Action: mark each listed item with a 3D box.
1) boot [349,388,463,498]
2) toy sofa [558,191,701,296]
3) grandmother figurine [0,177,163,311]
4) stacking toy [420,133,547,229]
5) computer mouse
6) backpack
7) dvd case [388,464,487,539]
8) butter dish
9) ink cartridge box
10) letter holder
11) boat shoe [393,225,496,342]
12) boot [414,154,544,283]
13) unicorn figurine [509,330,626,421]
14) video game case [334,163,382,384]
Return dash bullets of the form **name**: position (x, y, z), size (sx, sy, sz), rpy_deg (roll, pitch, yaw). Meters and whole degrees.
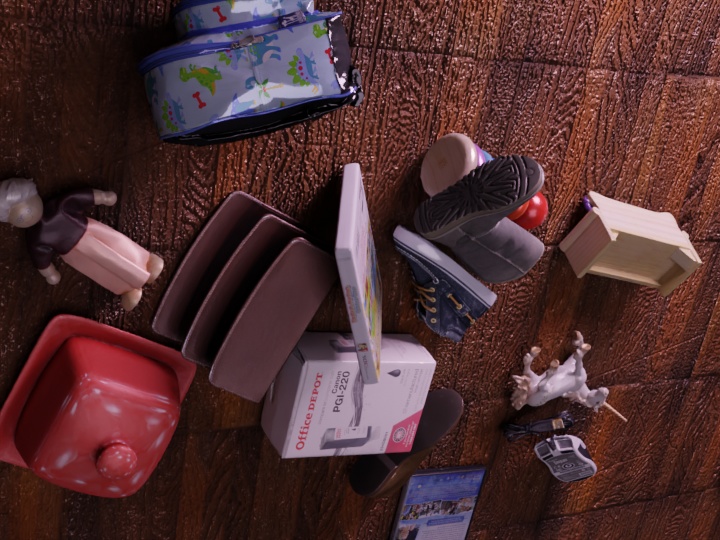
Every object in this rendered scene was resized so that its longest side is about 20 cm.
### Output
- **boot**: position (0.073, 0.249, 1.379), size (0.200, 0.074, 0.075), rpy_deg (-43, 145, 3)
- **toy sofa**: position (0.386, -0.036, 1.392), size (0.198, 0.098, 0.083), rpy_deg (10, 134, -32)
- **grandmother figurine**: position (-0.305, -0.038, 1.027), size (0.199, 0.060, 0.122), rpy_deg (34, 87, -39)
- **stacking toy**: position (0.170, -0.105, 1.241), size (0.199, 0.085, 0.086), rpy_deg (20, 104, -42)
- **computer mouse**: position (0.309, 0.275, 1.513), size (0.109, 0.044, 0.200), rpy_deg (-21, 137, 22)
- **backpack**: position (-0.122, -0.207, 0.968), size (0.198, 0.183, 0.149), rpy_deg (-18, 99, -15)
- **dvd case**: position (0.112, 0.393, 1.493), size (0.141, 0.018, 0.202), rpy_deg (1, 113, -29)
- **butter dish**: position (-0.290, 0.181, 1.090), size (0.198, 0.148, 0.201), rpy_deg (24, 101, -36)
- **ink cartridge box**: position (-0.017, 0.162, 1.266), size (0.198, 0.085, 0.147), rpy_deg (4, 112, -28)
- **letter holder**: position (-0.137, 0.028, 1.124), size (0.141, 0.101, 0.201), rpy_deg (27, 100, -33)
- **boat shoe**: position (0.095, 0.024, 1.262), size (0.200, 0.071, 0.091), rpy_deg (35, 93, -37)
- **boot**: position (0.180, -0.053, 1.186), size (0.180, 0.073, 0.199), rpy_deg (-20, 145, 31)
- **unicorn figurine**: position (0.310, 0.166, 1.458), size (0.197, 0.074, 0.139), rpy_deg (-6, 127, -10)
- **video game case**: position (0.000, 0.000, 1.130), size (0.023, 0.201, 0.184), rpy_deg (-8, 122, 7)
